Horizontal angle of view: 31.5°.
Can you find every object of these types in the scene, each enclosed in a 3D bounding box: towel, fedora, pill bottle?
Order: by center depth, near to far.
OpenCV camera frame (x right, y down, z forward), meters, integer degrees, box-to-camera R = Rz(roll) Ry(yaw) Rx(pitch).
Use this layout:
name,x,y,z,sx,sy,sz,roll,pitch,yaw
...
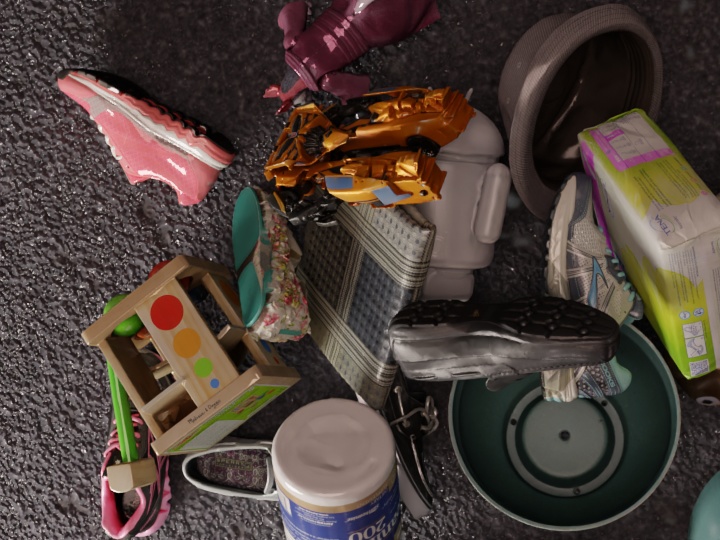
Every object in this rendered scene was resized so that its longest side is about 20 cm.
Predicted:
name,x,y,z,sx,sy,sz,roll,pitch,yaw
fedora,0.186,-0.152,1.163,0.090,0.177,0.200,39,132,47
pill bottle,-0.018,0.220,1.185,0.111,0.111,0.200,7,137,11
towel,0.000,0.000,1.188,0.034,0.200,0.193,-2,120,-30

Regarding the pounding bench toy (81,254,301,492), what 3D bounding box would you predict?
name,x,y,z,sx,sy,sz,roll,pitch,yaw
pounding bench toy,-0.193,0.097,1.225,0.200,0.124,0.156,-38,77,8

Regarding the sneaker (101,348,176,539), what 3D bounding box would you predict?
name,x,y,z,sx,sy,sz,roll,pitch,yaw
sneaker,-0.231,0.181,1.298,0.079,0.095,0.201,3,95,13

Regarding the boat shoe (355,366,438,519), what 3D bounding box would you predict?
name,x,y,z,sx,sy,sz,roll,pitch,yaw
boat shoe,0.041,0.140,1.249,0.068,0.074,0.200,-22,77,3

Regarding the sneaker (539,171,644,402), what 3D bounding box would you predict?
name,x,y,z,sx,sy,sz,roll,pitch,yaw
sneaker,0.200,0.015,1.106,0.086,0.078,0.200,2,82,4

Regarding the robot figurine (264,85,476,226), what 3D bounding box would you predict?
name,x,y,z,sx,sy,sz,roll,pitch,yaw
robot figurine,-0.002,-0.108,1.130,0.200,0.058,0.145,0,55,38

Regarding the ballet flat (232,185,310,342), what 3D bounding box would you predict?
name,x,y,z,sx,sy,sz,roll,pitch,yaw
ballet flat,-0.086,-0.001,1.230,0.064,0.200,0.076,21,127,-26

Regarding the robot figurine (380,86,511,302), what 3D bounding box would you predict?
name,x,y,z,sx,sy,sz,roll,pitch,yaw
robot figurine,0.075,-0.071,1.198,0.169,0.113,0.200,11,99,46

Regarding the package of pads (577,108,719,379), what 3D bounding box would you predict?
name,x,y,z,sx,sy,sz,roll,pitch,yaw
package of pads,0.256,-0.030,1.084,0.068,0.200,0.155,-21,127,0

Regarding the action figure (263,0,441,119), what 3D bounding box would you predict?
name,x,y,z,sx,sy,sz,roll,pitch,yaw
action figure,-0.010,-0.218,1.194,0.134,0.149,0.200,44,88,-1

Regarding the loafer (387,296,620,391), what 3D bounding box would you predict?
name,x,y,z,sx,sy,sz,roll,pitch,yaw
loafer,0.119,0.064,1.055,0.200,0.068,0.071,-1,119,28

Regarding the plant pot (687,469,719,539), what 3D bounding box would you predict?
name,x,y,z,sx,sy,sz,roll,pitch,yaw
plant pot,0.399,0.270,1.138,0.200,0.161,0.201,1,95,11

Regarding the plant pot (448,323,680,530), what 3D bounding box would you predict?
name,x,y,z,sx,sy,sz,roll,pitch,yaw
plant pot,0.187,0.144,1.169,0.200,0.134,0.201,-3,72,9

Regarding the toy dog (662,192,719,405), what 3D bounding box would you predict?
name,x,y,z,sx,sy,sz,roll,pitch,yaw
toy dog,0.356,0.036,1.140,0.194,0.139,0.200,38,102,20

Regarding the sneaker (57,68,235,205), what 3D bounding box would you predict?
name,x,y,z,sx,sy,sz,roll,pitch,yaw
sneaker,-0.228,-0.134,1.278,0.200,0.074,0.087,30,102,8

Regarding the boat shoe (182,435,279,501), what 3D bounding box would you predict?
name,x,y,z,sx,sy,sz,roll,pitch,yaw
boat shoe,-0.082,0.204,1.279,0.200,0.072,0.070,3,96,12
